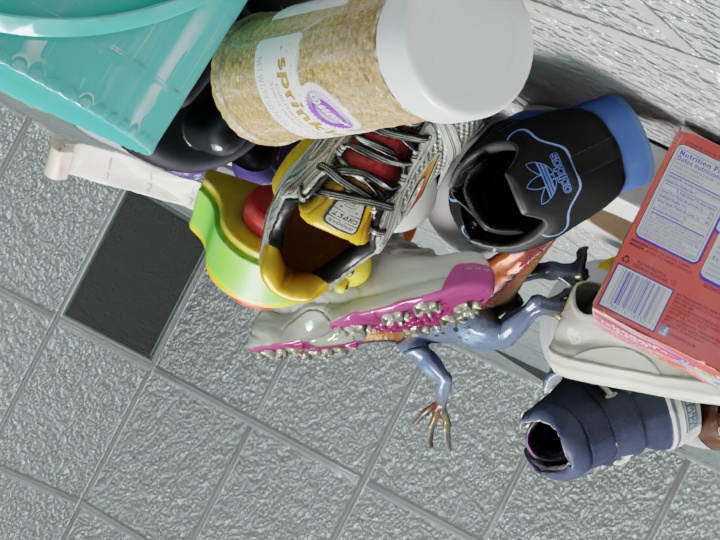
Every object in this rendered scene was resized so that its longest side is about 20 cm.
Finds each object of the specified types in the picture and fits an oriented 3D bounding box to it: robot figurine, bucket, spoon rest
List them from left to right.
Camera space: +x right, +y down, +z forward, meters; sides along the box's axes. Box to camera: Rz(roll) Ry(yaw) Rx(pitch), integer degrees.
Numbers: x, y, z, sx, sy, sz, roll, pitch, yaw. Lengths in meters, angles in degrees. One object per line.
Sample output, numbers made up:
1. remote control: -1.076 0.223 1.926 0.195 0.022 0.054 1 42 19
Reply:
1. bucket: -0.148 -0.154 1.218 0.206 0.136 0.207 26 176 2
2. robot figurine: -0.117 -0.124 1.460 0.124 0.151 0.200 -14 -159 -27
3. spoon rest: 0.085 -0.047 1.570 0.099 0.061 0.200 -9 172 6

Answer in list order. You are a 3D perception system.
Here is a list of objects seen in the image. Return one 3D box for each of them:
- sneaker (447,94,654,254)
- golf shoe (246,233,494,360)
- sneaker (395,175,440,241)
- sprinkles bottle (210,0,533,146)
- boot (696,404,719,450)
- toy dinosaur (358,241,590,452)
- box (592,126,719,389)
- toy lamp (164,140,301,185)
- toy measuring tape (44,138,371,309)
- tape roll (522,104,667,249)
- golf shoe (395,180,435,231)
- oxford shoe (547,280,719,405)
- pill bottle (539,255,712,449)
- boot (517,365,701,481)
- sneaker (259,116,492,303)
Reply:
1. sneaker: 0.074 -0.042 1.303 0.071 0.077 0.200 66 159 2
2. golf shoe: 0.000 0.000 1.540 0.075 0.092 0.199 6 166 -43
3. sneaker: 0.020 -0.080 1.584 0.069 0.090 0.200 20 150 4
4. sprinkles bottle: 0.001 -0.097 1.184 0.068 0.069 0.200 29 166 -25
5. boot: 0.321 0.078 1.475 0.185 0.065 0.199 -12 -178 -33
6. toy dinosaur: 0.051 0.012 1.596 0.180 0.106 0.201 0 137 14
7. box: 0.222 0.022 1.248 0.199 0.103 0.095 26 177 8
8. toy lamp: -0.075 -0.074 1.595 0.058 0.059 0.200 29 172 -23
9. toy measuring tape: -0.090 -0.023 1.467 0.199 0.074 0.074 17 177 -3
10. tape roll: 0.170 -0.030 1.412 0.202 0.037 0.203 27 176 2
11. golf shoe: 0.019 -0.071 1.409 0.091 0.076 0.200 12 161 22
12. oxford shoe: 0.194 0.040 1.441 0.199 0.058 0.075 8 -167 34
13. pill bottle: 0.197 0.048 1.680 0.114 0.115 0.200 28 177 -18
14. boot: 0.130 0.086 1.569 0.200 0.090 0.073 168 84 -75
15. sneaker: 0.011 -0.054 1.292 0.077 0.082 0.200 28 132 -8
